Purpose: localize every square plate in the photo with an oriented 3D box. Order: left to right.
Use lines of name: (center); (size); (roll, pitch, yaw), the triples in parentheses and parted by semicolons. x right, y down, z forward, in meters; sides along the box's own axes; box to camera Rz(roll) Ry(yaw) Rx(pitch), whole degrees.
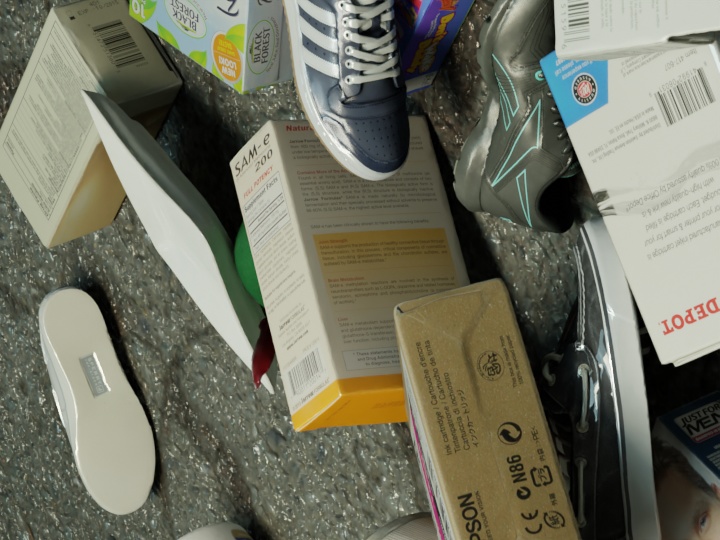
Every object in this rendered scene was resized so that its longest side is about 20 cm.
square plate: (-0.131, -0.026, 1.907); (0.200, 0.028, 0.199); (48, 166, 39)

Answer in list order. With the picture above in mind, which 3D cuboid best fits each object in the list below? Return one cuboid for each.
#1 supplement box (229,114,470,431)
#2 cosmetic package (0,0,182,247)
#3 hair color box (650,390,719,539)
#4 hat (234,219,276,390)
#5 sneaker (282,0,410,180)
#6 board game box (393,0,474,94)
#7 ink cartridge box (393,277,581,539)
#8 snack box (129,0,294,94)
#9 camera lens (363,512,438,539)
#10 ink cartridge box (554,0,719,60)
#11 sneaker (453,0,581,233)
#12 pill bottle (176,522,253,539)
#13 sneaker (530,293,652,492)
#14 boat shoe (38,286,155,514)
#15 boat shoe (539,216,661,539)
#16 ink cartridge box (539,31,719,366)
supplement box: (0.000, 0.000, 1.686); (0.074, 0.125, 0.201); (-41, 57, 54)
cosmetic package: (-0.224, -0.121, 2.018); (0.106, 0.071, 0.200); (57, 143, 18)
hair color box: (0.251, 0.179, 1.525); (0.200, 0.060, 0.100); (46, 138, 32)
hat: (-0.082, 0.002, 1.790); (0.200, 0.175, 0.167); (-26, 85, 55)
sneaker: (0.005, -0.162, 1.609); (0.108, 0.070, 0.202); (-16, 90, 57)
board game box: (-0.001, -0.234, 1.683); (0.201, 0.045, 0.135); (55, 143, 22)
ink cartridge box: (0.080, 0.131, 1.526); (0.165, 0.075, 0.201); (84, 171, -64)
snack box: (-0.099, -0.243, 1.726); (0.142, 0.053, 0.201); (38, 135, 40)
camera lens: (0.081, 0.261, 1.709); (0.199, 0.159, 0.161); (14, 117, 50)
ink cartridge box: (0.171, -0.221, 1.343); (0.173, 0.043, 0.202); (-3, 89, 51)
sneaker: (0.116, -0.109, 1.576); (0.079, 0.075, 0.201); (32, 138, 24)
pill bottle: (-0.086, 0.311, 1.997); (0.200, 0.119, 0.120); (49, 140, 28)
sneaker: (0.124, 0.068, 1.635); (0.115, 0.075, 0.201); (39, 135, 41)
boat shoe: (-0.233, 0.112, 2.154); (0.201, 0.072, 0.068); (67, 167, -6)
boat shoe: (0.139, 0.070, 1.516); (0.072, 0.067, 0.202); (-37, -60, -83)
ink cartridge box: (0.207, -0.064, 1.445); (0.146, 0.084, 0.201); (-28, 83, 54)
